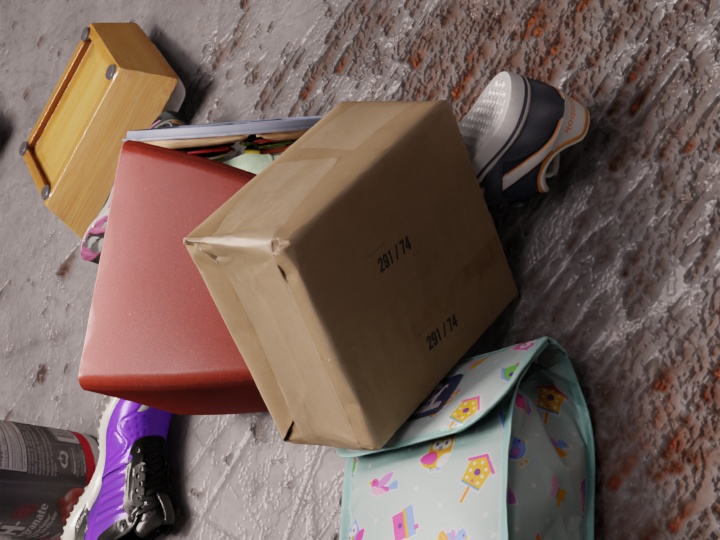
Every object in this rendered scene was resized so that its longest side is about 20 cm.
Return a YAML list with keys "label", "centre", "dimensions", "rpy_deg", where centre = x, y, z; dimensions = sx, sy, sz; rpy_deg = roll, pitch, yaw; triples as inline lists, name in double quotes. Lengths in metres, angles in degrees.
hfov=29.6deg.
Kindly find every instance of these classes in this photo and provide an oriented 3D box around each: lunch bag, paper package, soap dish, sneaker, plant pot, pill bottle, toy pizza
- label: "lunch bag"
  centre: [0.073, 0.152, 0.969]
  dimensions: [0.170, 0.122, 0.200]
  rpy_deg: [-23, 54, 41]
- label: "paper package"
  centre: [0.000, 0.000, 0.979]
  dimensions: [0.103, 0.191, 0.200]
  rpy_deg: [4, 38, 40]
- label: "soap dish"
  centre: [-0.274, -0.152, 1.426]
  dimensions: [0.200, 0.081, 0.157]
  rpy_deg: [-58, 37, 16]
- label: "sneaker"
  centre: [0.102, -0.081, 1.053]
  dimensions: [0.200, 0.079, 0.079]
  rpy_deg: [141, 138, -61]
- label: "plant pot"
  centre: [-0.091, 0.021, 1.115]
  dimensions: [0.176, 0.200, 0.200]
  rpy_deg: [6, 80, 19]
- label: "pill bottle"
  centre: [-0.357, 0.199, 1.320]
  dimensions: [0.111, 0.200, 0.111]
  rpy_deg: [-16, 67, 42]
- label: "sneaker"
  centre: [-0.211, -0.078, 1.358]
  dimensions: [0.200, 0.080, 0.086]
  rpy_deg: [-46, 28, 38]
- label: "sneaker"
  centre: [-0.202, 0.199, 1.270]
  dimensions: [0.099, 0.070, 0.200]
  rpy_deg: [26, 99, 39]
- label: "toy pizza"
  centre: [-0.105, -0.113, 1.185]
  dimensions: [0.200, 0.200, 0.032]
  rpy_deg: [4, 100, 45]

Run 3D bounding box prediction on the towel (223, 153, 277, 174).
- label: "towel"
  centre: [-0.123, -0.012, 1.285]
  dimensions: [0.152, 0.023, 0.200]
  rpy_deg: [-20, 64, 40]
